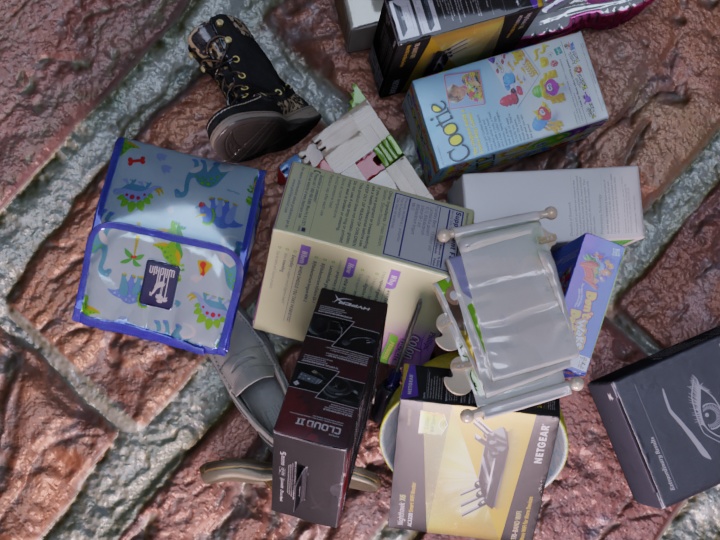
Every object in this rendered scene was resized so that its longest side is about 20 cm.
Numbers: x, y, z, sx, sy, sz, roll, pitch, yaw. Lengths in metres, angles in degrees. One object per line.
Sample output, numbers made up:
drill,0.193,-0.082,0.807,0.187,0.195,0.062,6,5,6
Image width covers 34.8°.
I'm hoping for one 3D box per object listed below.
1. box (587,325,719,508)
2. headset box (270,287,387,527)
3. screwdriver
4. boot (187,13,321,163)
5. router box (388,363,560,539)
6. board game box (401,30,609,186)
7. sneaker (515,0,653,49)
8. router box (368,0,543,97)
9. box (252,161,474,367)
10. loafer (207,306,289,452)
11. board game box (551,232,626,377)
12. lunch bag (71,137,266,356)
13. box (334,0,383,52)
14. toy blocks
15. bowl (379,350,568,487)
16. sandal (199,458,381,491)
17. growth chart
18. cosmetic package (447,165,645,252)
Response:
box,0.375,0.154,1.272,0.198,0.104,0.150,-21,86,-6
headset box,-0.034,0.146,1.154,0.076,0.150,0.201,13,50,6
screwdriver,0.045,0.096,1.223,0.029,0.201,0.028,-14,52,-32
boot,-0.135,-0.199,1.240,0.073,0.200,0.151,-41,82,28
router box,0.111,0.190,1.170,0.155,0.202,0.053,6,40,4
board game box,0.159,-0.179,1.293,0.198,0.103,0.106,-17,85,-6
sneaker,0.261,-0.324,1.328,0.198,0.081,0.089,-16,87,-7
router box,0.096,-0.256,1.240,0.155,0.200,0.053,-17,85,-5
box,0.000,0.000,1.213,0.198,0.177,0.097,15,51,-2
loafer,-0.116,0.114,1.255,0.070,0.070,0.201,-33,87,-7
board game box,0.214,0.044,1.223,0.044,0.200,0.136,20,83,-1
lunch bag,-0.200,-0.021,1.222,0.168,0.128,0.202,13,71,-2
box,0.000,-0.363,1.307,0.077,0.095,0.203,-13,84,-5
toy blocks,-0.004,-0.087,1.285,0.136,0.100,0.201,-35,87,4
bowl,0.123,0.149,1.239,0.198,0.202,0.108,12,41,-3
sandal,-0.076,0.234,1.239,0.197,0.080,0.055,1,72,2
growth chart,0.138,0.040,1.105,0.143,0.018,0.203,-6,74,-7
cosmetic package,0.203,-0.065,1.282,0.197,0.108,0.086,-4,85,-3
